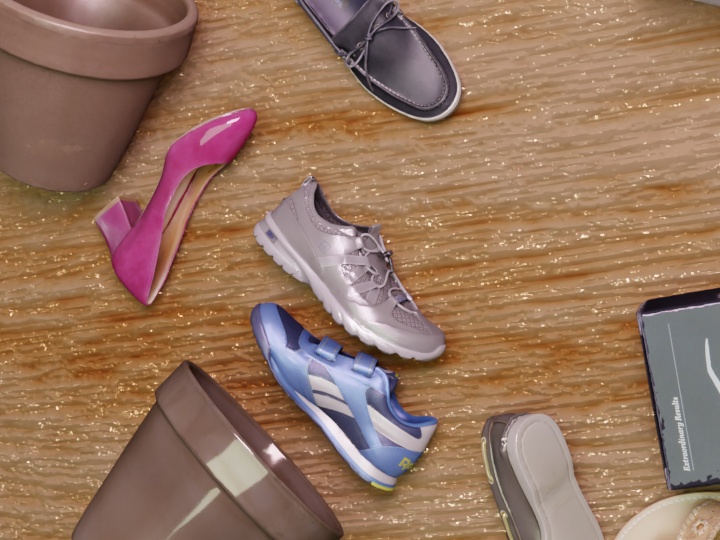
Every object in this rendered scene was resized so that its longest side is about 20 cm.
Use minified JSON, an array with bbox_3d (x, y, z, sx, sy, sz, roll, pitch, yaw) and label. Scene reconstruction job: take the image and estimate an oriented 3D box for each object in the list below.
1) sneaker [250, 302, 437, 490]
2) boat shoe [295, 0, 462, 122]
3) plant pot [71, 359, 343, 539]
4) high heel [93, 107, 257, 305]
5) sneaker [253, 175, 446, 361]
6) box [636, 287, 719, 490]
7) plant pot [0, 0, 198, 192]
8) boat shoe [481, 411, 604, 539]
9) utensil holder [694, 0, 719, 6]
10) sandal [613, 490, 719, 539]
[{"bbox_3d":[-0.015,0.096,1.286,0.082,0.074,0.200,-42,92,12],"label":"sneaker"},{"bbox_3d":[0.006,-0.205,1.257,0.075,0.062,0.200,-43,86,12],"label":"boat shoe"},{"bbox_3d":[-0.143,0.205,1.240,0.173,0.200,0.200,-42,84,-2],"label":"plant pot"},{"bbox_3d":[-0.150,-0.057,1.301,0.200,0.067,0.096,-36,76,19],"label":"high heel"},{"bbox_3d":[0.000,0.000,1.269,0.200,0.075,0.082,40,105,8],"label":"sneaker"},{"bbox_3d":[0.332,0.083,1.178,0.199,0.104,0.149,-9,93,15],"label":"box"},{"bbox_3d":[-0.255,-0.170,1.277,0.200,0.200,0.175,25,119,11],"label":"plant pot"},{"bbox_3d":[0.157,0.214,1.257,0.060,0.072,0.203,-1,111,54],"label":"boat shoe"},{"bbox_3d":[0.307,-0.307,1.118,0.169,0.170,0.201,13,97,13],"label":"utensil holder"},{"bbox_3d":[0.303,0.222,1.216,0.211,0.070,0.078,-18,90,15],"label":"sandal"}]
